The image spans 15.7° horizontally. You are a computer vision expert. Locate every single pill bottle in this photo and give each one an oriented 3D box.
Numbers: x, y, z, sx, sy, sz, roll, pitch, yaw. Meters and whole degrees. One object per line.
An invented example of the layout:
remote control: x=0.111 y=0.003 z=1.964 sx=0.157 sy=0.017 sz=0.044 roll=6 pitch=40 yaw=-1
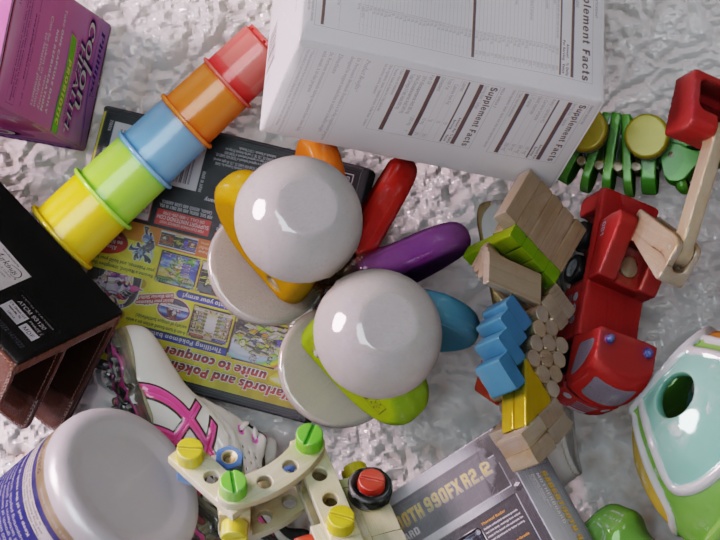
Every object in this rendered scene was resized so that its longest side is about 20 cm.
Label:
pill bottle: x=-0.207 y=0.184 z=1.738 sx=0.200 sy=0.116 sz=0.116 roll=-39 pitch=76 yaw=39

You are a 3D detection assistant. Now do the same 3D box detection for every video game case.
video game case: x=-0.107 y=-0.005 z=1.819 sx=0.199 sy=0.026 sz=0.181 roll=14 pitch=87 yaw=12

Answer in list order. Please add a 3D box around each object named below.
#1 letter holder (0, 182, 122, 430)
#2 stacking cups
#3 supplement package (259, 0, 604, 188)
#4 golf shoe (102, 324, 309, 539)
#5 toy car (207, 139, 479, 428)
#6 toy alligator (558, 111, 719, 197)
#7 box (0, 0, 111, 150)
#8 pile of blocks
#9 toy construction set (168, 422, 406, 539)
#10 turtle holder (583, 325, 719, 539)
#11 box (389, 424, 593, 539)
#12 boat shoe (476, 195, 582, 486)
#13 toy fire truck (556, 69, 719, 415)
letter holder: x=-0.281 y=0.022 z=1.782 sx=0.200 sy=0.100 sz=0.142 roll=46 pitch=134 yaw=17
stacking cups: x=-0.138 y=-0.092 z=1.795 sx=0.200 sy=0.061 sz=0.061 roll=-45 pitch=77 yaw=1
supplement package: x=0.047 y=-0.142 z=1.673 sx=0.199 sy=0.110 sz=0.114 roll=12 pitch=58 yaw=-11
golf shoe: x=-0.108 y=0.122 z=1.785 sx=0.092 sy=0.073 sz=0.200 roll=-26 pitch=91 yaw=-16
toy car: x=0.000 y=0.000 z=1.710 sx=0.150 sy=0.175 sz=0.200 roll=-33 pitch=85 yaw=-19
toy alligator: x=0.200 y=-0.073 z=1.743 sx=0.199 sy=0.059 sz=0.054 roll=7 pitch=86 yaw=13
box: x=-0.289 y=-0.156 z=1.784 sx=0.175 sy=0.200 sz=0.097 roll=10 pitch=87 yaw=12
pile of blocks: x=0.090 y=0.036 z=1.664 sx=0.062 sy=0.082 sz=0.201 roll=-27 pitch=48 yaw=44
toy construction set: x=-0.034 y=0.185 z=1.665 sx=0.131 sy=0.092 sz=0.200 roll=-14 pitch=68 yaw=-15
turtle holder: x=0.236 y=0.121 z=1.686 sx=0.132 sy=0.141 sz=0.186 roll=43 pitch=130 yaw=13
box: x=0.062 y=0.214 z=1.714 sx=0.200 sy=0.048 sz=0.159 roll=-36 pitch=76 yaw=28
boat shoe: x=0.129 y=0.045 z=1.740 sx=0.069 sy=0.071 sz=0.201 roll=-13 pitch=82 yaw=9
toy fire truck: x=0.186 y=-0.015 z=1.669 sx=0.049 sy=0.141 sz=0.201 roll=20 pitch=67 yaw=-20
